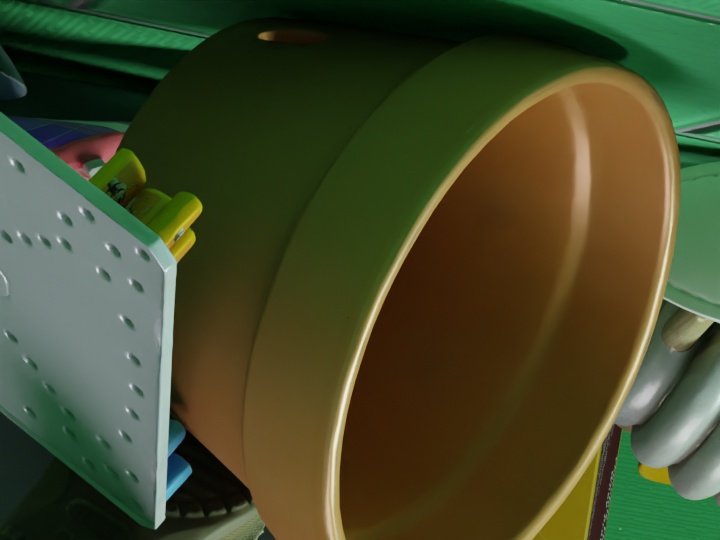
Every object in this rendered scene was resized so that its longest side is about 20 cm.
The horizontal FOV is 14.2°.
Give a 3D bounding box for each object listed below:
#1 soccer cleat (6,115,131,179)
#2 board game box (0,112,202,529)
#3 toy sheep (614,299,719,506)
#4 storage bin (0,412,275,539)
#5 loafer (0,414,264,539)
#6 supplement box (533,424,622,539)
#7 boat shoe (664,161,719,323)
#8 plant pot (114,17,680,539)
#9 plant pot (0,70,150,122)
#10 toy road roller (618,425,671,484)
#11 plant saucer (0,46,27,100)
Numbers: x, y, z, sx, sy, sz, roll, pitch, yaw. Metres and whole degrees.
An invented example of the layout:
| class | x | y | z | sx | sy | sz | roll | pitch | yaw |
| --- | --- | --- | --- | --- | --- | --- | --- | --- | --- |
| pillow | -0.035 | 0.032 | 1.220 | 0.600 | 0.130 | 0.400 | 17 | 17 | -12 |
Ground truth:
| class | x | y | z | sx | sy | sz | roll | pitch | yaw |
| --- | --- | --- | --- | --- | --- | --- | --- | --- | --- |
| soccer cleat | -0.139 | -0.040 | 1.128 | 0.076 | 0.067 | 0.199 | 42 | -154 | 30 |
| board game box | -0.131 | -0.022 | 0.933 | 0.200 | 0.026 | 0.200 | 38 | 156 | 14 |
| toy sheep | 0.170 | 0.042 | 1.285 | 0.199 | 0.138 | 0.138 | 34 | 175 | 0 |
| storage bin | -0.088 | 0.088 | 1.152 | 0.199 | 0.135 | 0.146 | -12 | 149 | -19 |
| loafer | -0.090 | 0.099 | 1.029 | 0.076 | 0.068 | 0.200 | 37 | -142 | 12 |
| supplement box | 0.094 | 0.090 | 1.806 | 0.132 | 0.199 | 0.200 | 9 | 176 | 9 |
| boat shoe | 0.205 | -0.002 | 1.196 | 0.200 | 0.073 | 0.060 | 5 | 170 | 11 |
| plant pot | 0.000 | 0.000 | 1.008 | 0.140 | 0.201 | 0.200 | 25 | -175 | 31 |
| plant pot | -0.151 | -0.004 | 1.270 | 0.195 | 0.202 | 0.200 | 3 | 179 | -25 |
| toy road roller | 0.227 | 0.037 | 1.402 | 0.198 | 0.124 | 0.146 | 7 | 162 | 4 |
| plant saucer | -0.217 | -0.101 | 1.062 | 0.199 | 0.039 | 0.201 | 10 | 176 | 1 |
